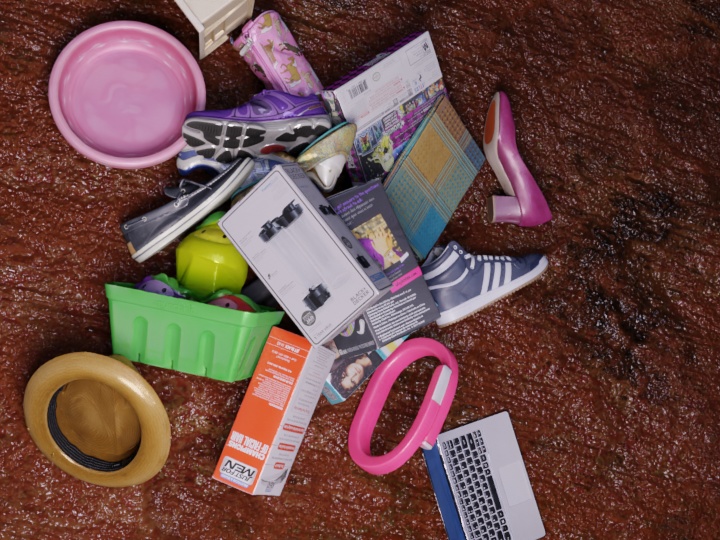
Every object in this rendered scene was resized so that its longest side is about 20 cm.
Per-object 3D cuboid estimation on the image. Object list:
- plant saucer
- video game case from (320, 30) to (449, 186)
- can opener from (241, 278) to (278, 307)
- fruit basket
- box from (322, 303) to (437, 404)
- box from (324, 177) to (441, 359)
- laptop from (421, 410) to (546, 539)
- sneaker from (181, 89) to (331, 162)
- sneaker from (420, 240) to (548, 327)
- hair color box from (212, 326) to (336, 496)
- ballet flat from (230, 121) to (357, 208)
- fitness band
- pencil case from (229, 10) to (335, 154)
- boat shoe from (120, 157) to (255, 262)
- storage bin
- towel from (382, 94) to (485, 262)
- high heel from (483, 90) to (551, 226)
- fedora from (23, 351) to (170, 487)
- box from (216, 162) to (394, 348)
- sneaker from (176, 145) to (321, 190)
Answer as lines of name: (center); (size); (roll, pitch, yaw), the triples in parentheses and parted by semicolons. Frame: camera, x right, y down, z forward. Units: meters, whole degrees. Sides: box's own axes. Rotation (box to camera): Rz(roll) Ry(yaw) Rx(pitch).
plant saucer: (-0.303, -0.224, 1.478); (0.200, 0.051, 0.201); (3, 76, -10)
video game case: (0.048, -0.212, 1.587); (0.200, 0.036, 0.182); (-39, 121, -33)
can opener: (-0.127, 0.012, 1.525); (0.200, 0.053, 0.067); (-36, 62, -24)
fruit basket: (-0.198, 0.023, 1.407); (0.215, 0.155, 0.216); (0, 89, 13)
box: (0.009, 0.086, 1.556); (0.200, 0.049, 0.082); (-44, 97, -24)
box: (0.000, 0.000, 1.474); (0.106, 0.122, 0.201); (-23, 89, -26)
laptop: (0.171, 0.305, 1.541); (0.199, 0.116, 0.188); (-15, 86, -24)
sneaker: (-0.139, -0.195, 1.479); (0.199, 0.081, 0.084); (-6, 60, -25)
sneaker: (0.174, -0.008, 1.632); (0.200, 0.070, 0.109); (-27, 92, -22)
hair color box: (-0.106, 0.180, 1.428); (0.064, 0.111, 0.201); (19, 83, 17)
ballet flat: (-0.074, -0.116, 1.472); (0.200, 0.071, 0.071); (-34, 93, -11)
fitness band: (0.057, 0.179, 1.505); (0.037, 0.143, 0.200); (40, 63, -30)
pencil case: (-0.098, -0.257, 1.566); (0.086, 0.083, 0.200); (-34, 94, -25)
boat shoe: (-0.224, -0.089, 1.458); (0.200, 0.075, 0.062); (-36, 92, 3)
storage bin: (-0.236, -0.398, 1.480); (0.094, 0.199, 0.200); (-39, 95, -7)
towel: (0.100, -0.130, 1.617); (0.200, 0.022, 0.147); (-58, 134, -21)
high heel: (0.237, -0.166, 1.691); (0.096, 0.067, 0.201); (-1, 94, -12)
fedora: (-0.307, 0.168, 1.366); (0.200, 0.201, 0.082); (38, 31, -11)
box: (-0.067, -0.021, 1.382); (0.200, 0.117, 0.060); (50, 22, 7)
sneaker: (-0.152, -0.130, 1.530); (0.199, 0.075, 0.088); (23, 80, -7)
